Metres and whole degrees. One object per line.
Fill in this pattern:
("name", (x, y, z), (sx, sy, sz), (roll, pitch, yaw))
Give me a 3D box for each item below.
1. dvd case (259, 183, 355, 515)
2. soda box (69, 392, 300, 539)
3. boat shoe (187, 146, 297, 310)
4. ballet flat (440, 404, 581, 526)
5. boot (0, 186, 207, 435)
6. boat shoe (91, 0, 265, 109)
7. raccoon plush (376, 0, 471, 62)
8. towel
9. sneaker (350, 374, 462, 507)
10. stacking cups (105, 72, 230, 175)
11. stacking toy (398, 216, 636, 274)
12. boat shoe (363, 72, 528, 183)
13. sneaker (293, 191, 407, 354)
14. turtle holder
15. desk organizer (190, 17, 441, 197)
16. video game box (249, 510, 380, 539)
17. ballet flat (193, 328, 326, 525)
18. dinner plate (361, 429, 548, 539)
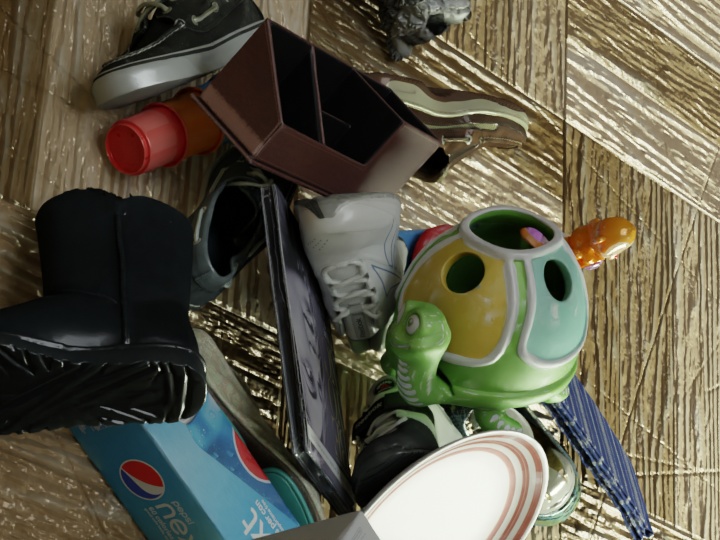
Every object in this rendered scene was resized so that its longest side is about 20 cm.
("dvd case", (-0.036, 0.058, 1.623), (0.149, 0.016, 0.200), (63, 18, -64))
("soda box", (-0.110, 0.145, 1.534), (0.200, 0.064, 0.068), (58, 40, -18))
("boat shoe", (-0.084, -0.038, 1.642), (0.073, 0.062, 0.200), (56, 39, -15))
("ballet flat", (0.124, 0.145, 1.800), (0.200, 0.074, 0.074), (47, 44, -34))
("boot", (-0.198, 0.021, 1.466), (0.200, 0.076, 0.168), (1, 40, -14))
("boat shoe", (-0.134, -0.163, 1.633), (0.200, 0.071, 0.064), (-33, 102, -59))
("raccoon plush", (0.006, -0.264, 1.858), (0.200, 0.134, 0.097), (40, 56, 10))
("towel", (0.173, 0.117, 1.886), (0.200, 0.024, 0.145), (55, 12, -21))
("sneaker", (0.023, 0.120, 1.684), (0.089, 0.074, 0.200), (62, 10, 11))
("stacking cups", (-0.103, -0.108, 1.656), (0.200, 0.060, 0.061), (-31, 100, -48))
("stacking toy", (0.127, -0.002, 1.771), (0.116, 0.200, 0.110), (-5, 79, -55))
("boat shoe", (0.056, -0.106, 1.845), (0.202, 0.075, 0.075), (8, 83, -43))
("sneaker", (0.000, 0.000, 1.664), (0.200, 0.074, 0.087), (57, 30, -67))
("turtle holder", (0.079, 0.029, 1.649), (0.185, 0.141, 0.132), (-4, 122, -29))
("desk organizer", (-0.027, -0.105, 1.636), (0.072, 0.077, 0.200), (48, 12, 26))
("video game box", (-0.035, 0.253, 1.471), (0.182, 0.200, 0.047), (60, 38, -16))
("ballet flat", (-0.072, 0.124, 1.590), (0.200, 0.067, 0.062), (58, 32, -17))
("dinner plate", (0.050, 0.187, 1.647), (0.200, 0.200, 0.024), (12, 27, -48))
